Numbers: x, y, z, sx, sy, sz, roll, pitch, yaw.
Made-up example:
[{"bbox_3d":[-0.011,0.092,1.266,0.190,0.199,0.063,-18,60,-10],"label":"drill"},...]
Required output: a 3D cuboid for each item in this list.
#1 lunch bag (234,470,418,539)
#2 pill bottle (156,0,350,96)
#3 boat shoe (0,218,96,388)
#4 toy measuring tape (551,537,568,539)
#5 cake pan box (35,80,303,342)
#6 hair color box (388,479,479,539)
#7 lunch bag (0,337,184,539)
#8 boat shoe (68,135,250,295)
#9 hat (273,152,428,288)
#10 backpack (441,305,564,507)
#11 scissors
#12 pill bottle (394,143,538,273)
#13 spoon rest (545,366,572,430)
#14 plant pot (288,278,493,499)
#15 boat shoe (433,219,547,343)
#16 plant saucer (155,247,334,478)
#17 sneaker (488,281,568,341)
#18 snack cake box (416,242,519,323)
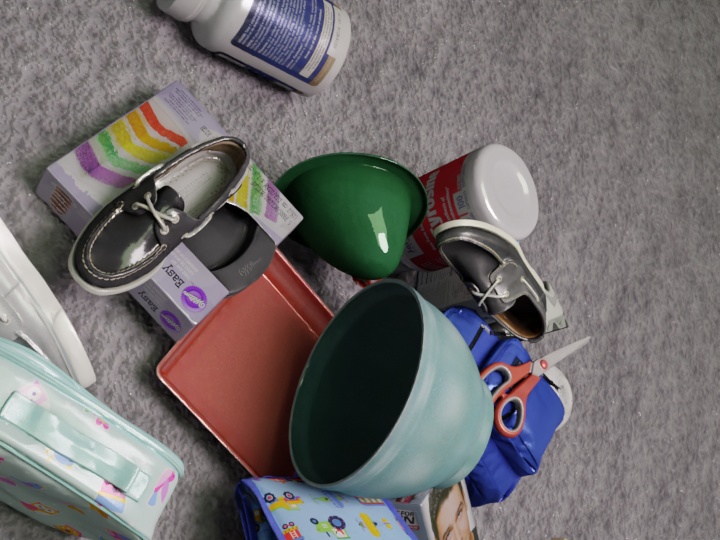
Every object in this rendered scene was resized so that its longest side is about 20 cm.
[{"bbox_3d":[-0.020,0.252,0.716,0.149,0.095,0.201,10,35,-38],"label":"lunch bag"},{"bbox_3d":[-0.116,-0.280,0.883,0.198,0.110,0.113,19,63,-38],"label":"pill bottle"},{"bbox_3d":[-0.291,0.021,0.651,0.068,0.072,0.202,-36,109,-22],"label":"boat shoe"},{"bbox_3d":[0.203,0.397,0.985,0.198,0.073,0.075,-14,85,-44],"label":"toy measuring tape"},{"bbox_3d":[-0.173,-0.059,0.775,0.200,0.052,0.184,48,51,-6],"label":"cake pan box"},{"bbox_3d":[0.082,0.303,0.863,0.099,0.060,0.203,-40,120,-53],"label":"hair color box"},{"bbox_3d":[-0.232,0.129,0.600,0.200,0.159,0.078,41,52,-24],"label":"lunch bag"},{"bbox_3d":[-0.168,-0.054,0.703,0.074,0.060,0.200,50,49,-3],"label":"boat shoe"},{"bbox_3d":[0.000,0.000,0.824,0.196,0.167,0.178,0,55,0],"label":"hat"},{"bbox_3d":[0.125,0.141,0.933,0.201,0.167,0.163,52,42,-8],"label":"backpack"},{"bbox_3d":[0.187,0.101,0.873,0.199,0.014,0.073,-39,90,-36],"label":"scissors"},{"bbox_3d":[0.101,-0.063,0.952,0.111,0.199,0.114,16,64,-38],"label":"pill bottle"},{"bbox_3d":[0.240,0.180,1.112,0.199,0.060,0.101,1,76,-57],"label":"spoon rest"},{"bbox_3d":[0.041,0.129,0.767,0.133,0.199,0.203,30,57,-27],"label":"plant pot"},{"bbox_3d":[0.148,0.012,0.880,0.200,0.071,0.068,40,42,-39],"label":"boat shoe"},{"bbox_3d":[-0.091,0.106,0.824,0.201,0.036,0.200,50,48,-16],"label":"plant saucer"},{"bbox_3d":[0.217,0.055,1.115,0.199,0.073,0.090,-8,81,-54],"label":"sneaker"},{"bbox_3d":[0.140,-0.031,1.039,0.067,0.114,0.203,28,59,-33],"label":"snack cake box"}]
